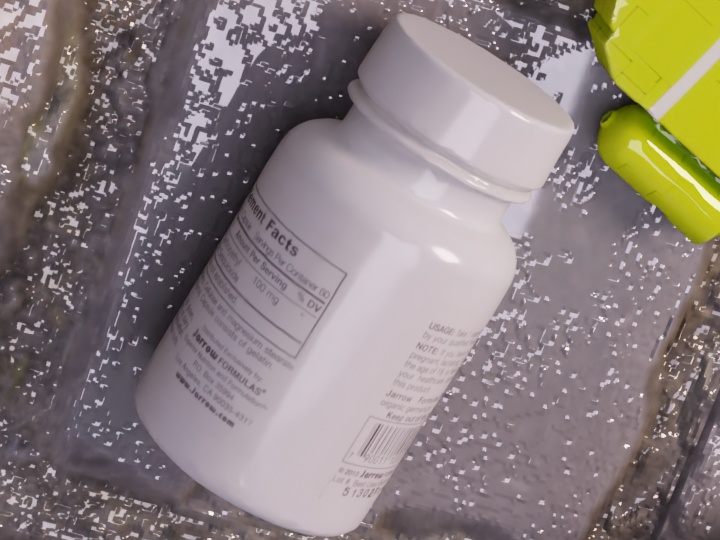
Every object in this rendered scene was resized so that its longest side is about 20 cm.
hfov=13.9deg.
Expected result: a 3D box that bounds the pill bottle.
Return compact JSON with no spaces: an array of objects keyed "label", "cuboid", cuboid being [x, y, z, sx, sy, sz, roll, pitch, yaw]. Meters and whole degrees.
[{"label":"pill bottle","cuboid":[0.000,0.000,1.234,0.114,0.114,0.201,27,105,-17]}]

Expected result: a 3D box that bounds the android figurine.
[{"label":"android figurine","cuboid":[0.179,-0.098,1.260,0.200,0.041,0.182,39,102,-20]}]
